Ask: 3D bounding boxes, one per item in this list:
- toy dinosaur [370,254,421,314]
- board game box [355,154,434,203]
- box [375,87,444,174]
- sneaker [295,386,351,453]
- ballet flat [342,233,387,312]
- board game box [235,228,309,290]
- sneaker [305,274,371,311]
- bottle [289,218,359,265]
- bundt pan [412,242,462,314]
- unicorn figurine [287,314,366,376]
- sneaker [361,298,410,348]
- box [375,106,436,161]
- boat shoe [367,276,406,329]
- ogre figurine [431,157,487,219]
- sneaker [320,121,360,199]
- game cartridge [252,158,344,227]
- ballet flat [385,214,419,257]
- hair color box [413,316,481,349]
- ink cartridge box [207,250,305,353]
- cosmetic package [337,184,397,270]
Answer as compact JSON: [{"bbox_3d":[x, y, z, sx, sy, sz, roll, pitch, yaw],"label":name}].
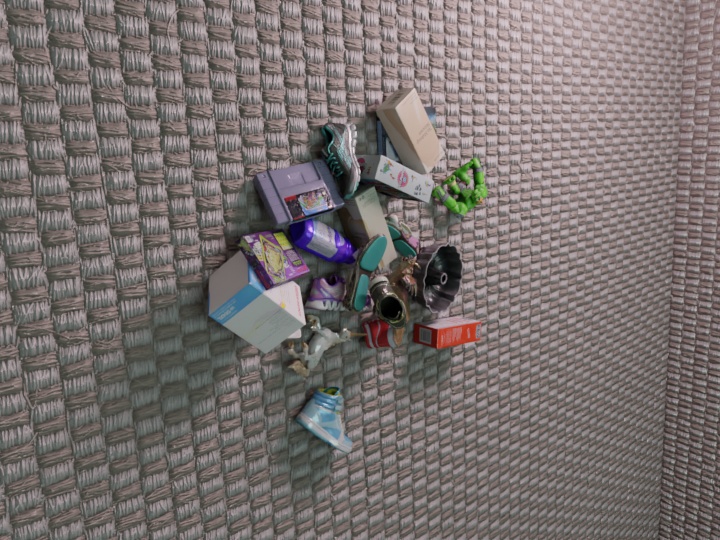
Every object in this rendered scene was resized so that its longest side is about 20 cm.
[{"bbox_3d":[0.093,0.053,1.588,0.201,0.132,0.088,81,3,-60],"label":"toy dinosaur"},{"bbox_3d":[0.067,-0.234,1.549,0.197,0.146,0.066,17,88,-40],"label":"board game box"},{"bbox_3d":[0.131,-0.356,1.579,0.095,0.077,0.201,-49,124,-24],"label":"box"},{"bbox_3d":[-0.065,0.379,1.573,0.200,0.079,0.132,45,70,-37],"label":"sneaker"},{"bbox_3d":[0.000,0.000,1.488,0.067,0.075,0.204,21,87,-43],"label":"ballet flat"},{"bbox_3d":[-0.187,-0.028,1.334,0.121,0.032,0.200,53,18,5],"label":"board game box"},{"bbox_3d":[-0.049,0.057,1.541,0.197,0.080,0.091,6,86,-40],"label":"sneaker"},{"bbox_3d":[-0.081,-0.066,1.488,0.198,0.065,0.085,26,37,-40],"label":"bottle"},{"bbox_3d":[0.210,0.018,1.746,0.200,0.075,0.207,-15,110,-47],"label":"bundt pan"},{"bbox_3d":[-0.100,0.178,1.524,0.200,0.074,0.138,-46,134,-9],"label":"unicorn figurine"},{"bbox_3d":[0.069,0.139,1.670,0.072,0.110,0.201,65,28,-24],"label":"sneaker"},{"bbox_3d":[0.127,-0.370,1.651,0.197,0.037,0.140,-13,105,-39],"label":"box"},{"bbox_3d":[0.073,0.095,1.499,0.071,0.061,0.203,-28,140,2],"label":"boat shoe"},{"bbox_3d":[0.307,-0.238,1.796,0.121,0.097,0.200,57,44,-11],"label":"ogre figurine"},{"bbox_3d":[-0.056,-0.268,1.469,0.089,0.077,0.205,5,67,-30],"label":"sneaker"},{"bbox_3d":[-0.139,-0.181,1.416,0.197,0.038,0.131,-21,77,-37],"label":"game cartridge"},{"bbox_3d":[0.098,-0.105,1.655,0.199,0.068,0.073,36,52,-44],"label":"ballet flat"},{"bbox_3d":[0.259,0.182,1.809,0.197,0.100,0.063,-5,99,-40],"label":"hair color box"},{"bbox_3d":[-0.217,0.072,1.330,0.124,0.130,0.200,-35,128,16],"label":"ink cartridge box"},{"bbox_3d":[0.011,-0.110,1.548,0.071,0.104,0.203,-34,116,-29],"label":"cosmetic package"}]
